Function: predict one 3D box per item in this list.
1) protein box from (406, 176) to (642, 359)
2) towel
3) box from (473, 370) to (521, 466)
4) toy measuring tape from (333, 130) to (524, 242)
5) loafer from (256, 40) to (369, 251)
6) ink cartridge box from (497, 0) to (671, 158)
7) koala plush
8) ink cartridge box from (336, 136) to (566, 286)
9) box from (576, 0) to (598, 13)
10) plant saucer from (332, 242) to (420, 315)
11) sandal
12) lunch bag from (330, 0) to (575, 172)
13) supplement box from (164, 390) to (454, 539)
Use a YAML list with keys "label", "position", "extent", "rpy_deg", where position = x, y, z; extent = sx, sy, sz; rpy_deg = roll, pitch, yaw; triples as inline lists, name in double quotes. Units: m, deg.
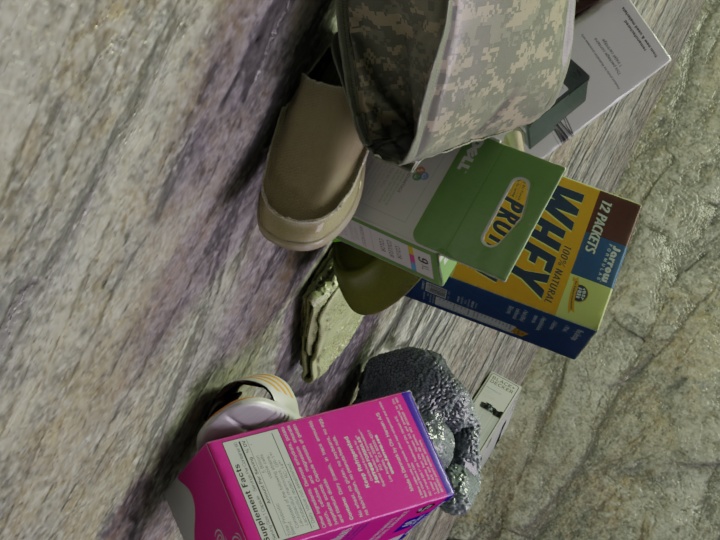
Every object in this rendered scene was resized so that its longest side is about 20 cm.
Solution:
- label: "protein box"
  position: [0.157, -0.018, 1.769]
  extent: [0.199, 0.200, 0.135]
  rpy_deg: [86, 25, -79]
- label: "towel"
  position: [0.000, 0.000, 1.623]
  extent: [0.200, 0.036, 0.149]
  rpy_deg: [-56, 166, -31]
- label: "box"
  position: [0.192, 0.276, 2.896]
  extent: [0.200, 0.060, 0.117]
  rpy_deg: [-53, 164, -41]
- label: "toy measuring tape"
  position: [0.027, -0.071, 1.357]
  extent: [0.200, 0.074, 0.074]
  rpy_deg: [-22, -173, 26]
- label: "loafer"
  position: [-0.024, -0.105, 1.244]
  extent: [0.068, 0.075, 0.200]
  rpy_deg: [82, 24, -57]
- label: "ink cartridge box"
  position: [0.159, -0.164, 1.564]
  extent: [0.200, 0.084, 0.146]
  rpy_deg: [-38, -168, 2]
- label: "koala plush"
  position: [0.027, 0.197, 1.861]
  extent: [0.200, 0.177, 0.184]
  rpy_deg: [-45, 146, -54]
- label: "ink cartridge box"
  position: [0.043, -0.059, 1.291]
  extent: [0.104, 0.200, 0.059]
  rpy_deg: [-59, 160, -20]
- label: "box"
  position: [0.179, -0.266, 1.512]
  extent: [0.200, 0.075, 0.100]
  rpy_deg: [-29, -166, 42]
- label: "plant saucer"
  position: [0.031, -0.059, 1.458]
  extent: [0.200, 0.031, 0.200]
  rpy_deg: [-47, -153, 33]
- label: "sandal"
  position: [-0.086, 0.122, 1.454]
  extent: [0.079, 0.059, 0.207]
  rpy_deg: [-30, 160, 10]
- label: "lunch bag"
  position: [0.066, -0.179, 1.206]
  extent: [0.164, 0.117, 0.200]
  rpy_deg: [-21, 123, -45]
- label: "supplement box"
  position: [-0.042, 0.180, 1.417]
  extent: [0.200, 0.104, 0.101]
  rpy_deg: [-10, 157, -33]
